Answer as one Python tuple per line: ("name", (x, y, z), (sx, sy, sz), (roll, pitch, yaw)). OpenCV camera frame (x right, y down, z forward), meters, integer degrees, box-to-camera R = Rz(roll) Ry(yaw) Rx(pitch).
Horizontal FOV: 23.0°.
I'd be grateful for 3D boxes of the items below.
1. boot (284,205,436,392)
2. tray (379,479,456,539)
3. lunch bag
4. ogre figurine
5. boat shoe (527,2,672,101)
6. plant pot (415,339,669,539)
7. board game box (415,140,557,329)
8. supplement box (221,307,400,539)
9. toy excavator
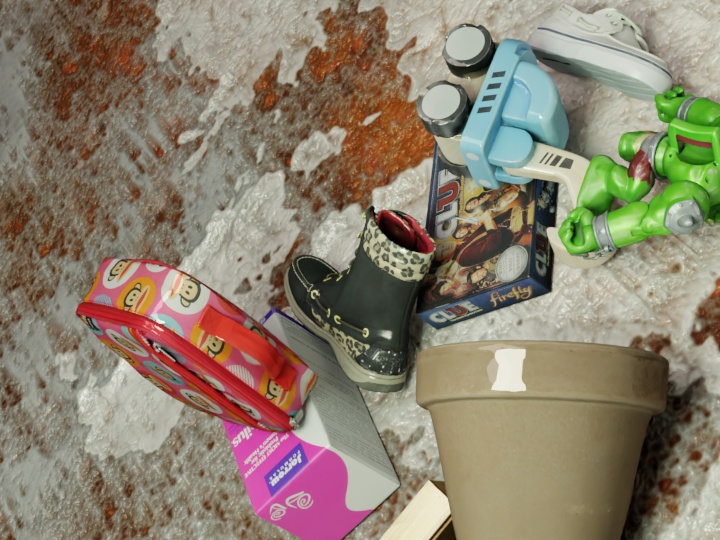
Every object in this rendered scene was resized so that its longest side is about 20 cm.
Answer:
("boot", (0.002, 0.000, 1.669), (0.204, 0.073, 0.154), (51, 133, 48))
("tray", (0.024, 0.263, 1.480), (0.037, 0.099, 0.200), (41, 99, 23))
("lunch bag", (-0.134, 0.066, 1.554), (0.176, 0.200, 0.082), (8, 64, 50))
("ogre figurine", (0.256, -0.081, 1.462), (0.120, 0.099, 0.200), (6, 25, 45))
("boat shoe", (0.222, -0.210, 1.618), (0.067, 0.073, 0.200), (-59, 35, 0))
("plant pot", (0.141, 0.152, 1.382), (0.200, 0.200, 0.175), (-9, 76, 45))
("board game box", (0.121, -0.055, 1.655), (0.135, 0.035, 0.201), (-21, 50, 39))
("supplement box", (-0.056, 0.147, 1.655), (0.101, 0.103, 0.200), (-44, 40, 15))
("toy excavator", (0.152, -0.110, 1.574), (0.199, 0.100, 0.195), (12, 68, 25))
